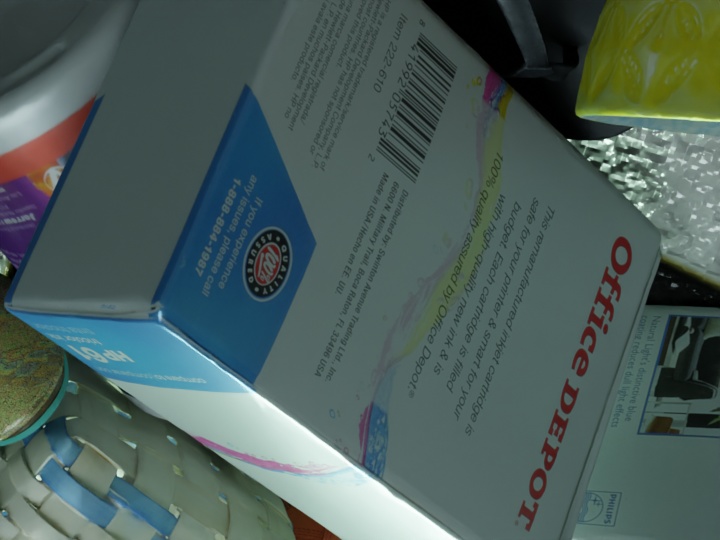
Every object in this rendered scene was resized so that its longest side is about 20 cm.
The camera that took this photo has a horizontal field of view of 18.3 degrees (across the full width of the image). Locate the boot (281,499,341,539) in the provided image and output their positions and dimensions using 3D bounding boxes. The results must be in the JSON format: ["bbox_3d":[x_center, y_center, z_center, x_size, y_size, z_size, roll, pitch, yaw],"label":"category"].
[{"bbox_3d":[-0.072,0.140,0.984,0.199,0.108,0.075,-17,128,36],"label":"boot"}]

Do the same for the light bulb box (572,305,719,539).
[{"bbox_3d":[0.190,0.125,0.853,0.199,0.125,0.199,2,134,20],"label":"light bulb box"}]

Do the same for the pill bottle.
[{"bbox_3d":[-0.066,-0.016,0.817,0.111,0.112,0.200,-15,128,32],"label":"pill bottle"}]

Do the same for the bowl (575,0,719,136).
[{"bbox_3d":[0.165,-0.089,0.640,0.199,0.200,0.109,5,94,16],"label":"bowl"}]

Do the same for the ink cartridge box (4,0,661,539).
[{"bbox_3d":[0.000,0.000,0.745,0.084,0.145,0.200,-1,150,46],"label":"ink cartridge box"}]

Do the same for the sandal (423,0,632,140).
[{"bbox_3d":[0.022,-0.109,0.739,0.076,0.043,0.200,-26,121,38],"label":"sandal"}]

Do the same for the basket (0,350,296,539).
[{"bbox_3d":[-0.126,0.144,0.874,0.176,0.139,0.200,38,97,-26],"label":"basket"}]

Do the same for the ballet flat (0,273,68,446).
[{"bbox_3d":[-0.172,0.010,0.854,0.071,0.071,0.200,51,171,-29],"label":"ballet flat"}]
